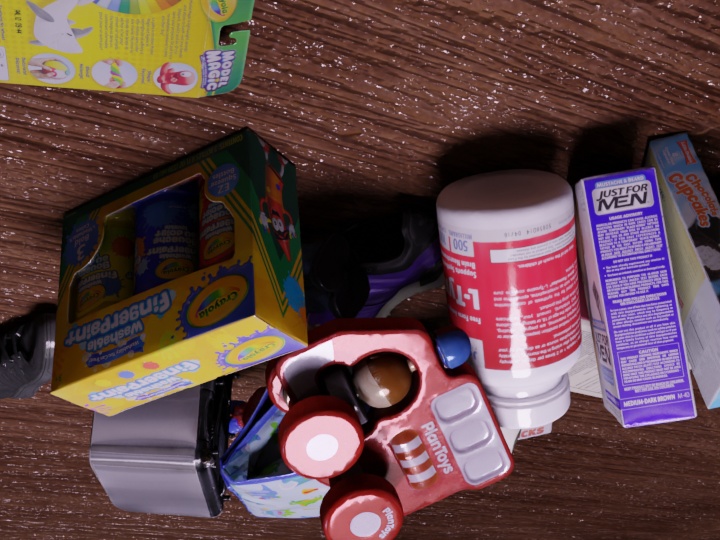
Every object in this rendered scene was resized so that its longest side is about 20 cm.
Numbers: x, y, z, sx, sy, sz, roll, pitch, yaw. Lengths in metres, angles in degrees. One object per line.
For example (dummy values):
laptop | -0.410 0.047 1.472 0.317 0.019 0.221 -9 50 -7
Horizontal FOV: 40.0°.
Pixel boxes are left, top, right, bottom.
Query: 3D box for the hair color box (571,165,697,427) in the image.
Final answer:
hair color box | 0.222 0.020 0.823 0.065 0.201 0.109 -8 180 6

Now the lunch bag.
lunch bag | -0.035 0.171 0.975 0.199 0.128 0.170 -29 155 -9

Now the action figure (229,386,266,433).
action figure | -0.118 0.176 1.134 0.099 0.065 0.200 30 155 -26

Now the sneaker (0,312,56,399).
sneaker | -0.377 0.096 1.010 0.104 0.060 0.200 6 152 -29

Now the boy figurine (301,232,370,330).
boy figurine | -0.092 0.011 0.889 0.199 0.065 0.125 -7 125 35

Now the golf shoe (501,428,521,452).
golf shoe | 0.093 0.150 1.009 0.077 0.089 0.200 11 171 -22

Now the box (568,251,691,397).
box | 0.228 0.046 0.987 0.199 0.109 0.128 14 144 -32

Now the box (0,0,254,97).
box | -0.167 -0.165 0.610 0.199 0.049 0.117 4 149 -13

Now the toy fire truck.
toy fire truck | 0.023 0.118 0.802 0.167 0.112 0.201 -25 117 0

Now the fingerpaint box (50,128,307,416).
fingerpaint box | -0.147 0.005 0.787 0.199 0.167 0.073 -20 148 24

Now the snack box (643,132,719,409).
snack box | 0.281 0.000 0.823 0.037 0.201 0.116 -13 151 -1

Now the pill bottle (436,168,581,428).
pill bottle | 0.128 0.025 0.833 0.112 0.112 0.201 -7 111 3

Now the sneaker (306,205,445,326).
sneaker | 0.000 -0.001 0.912 0.099 0.070 0.200 26 132 -37

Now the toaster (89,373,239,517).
toaster | -0.189 0.137 0.990 0.118 0.182 0.200 1 151 -2

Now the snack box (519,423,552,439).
snack box | 0.131 0.189 1.222 0.199 0.072 0.024 -10 127 -13
